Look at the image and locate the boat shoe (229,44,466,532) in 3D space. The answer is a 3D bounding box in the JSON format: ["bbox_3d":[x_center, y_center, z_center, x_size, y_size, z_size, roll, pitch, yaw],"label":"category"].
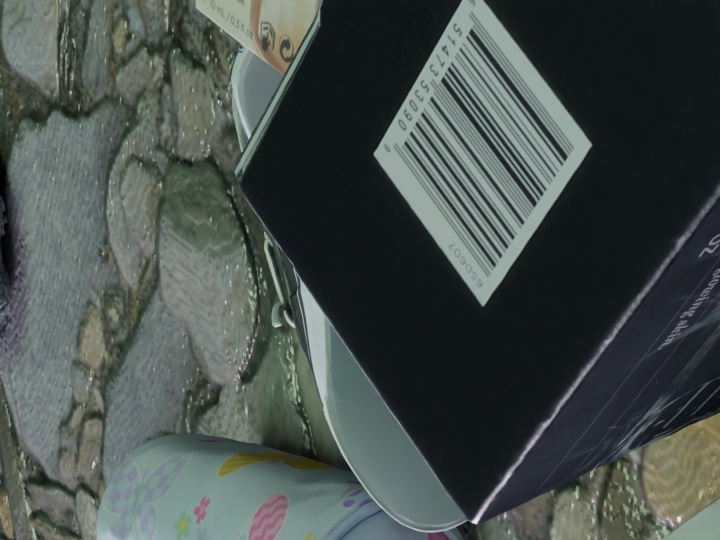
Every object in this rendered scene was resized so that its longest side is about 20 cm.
[{"bbox_3d":[-0.003,0.001,1.056,0.200,0.073,0.068,65,171,-6],"label":"boat shoe"}]

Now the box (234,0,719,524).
[{"bbox_3d":[0.103,-0.062,0.704,0.124,0.196,0.200,54,144,18],"label":"box"}]

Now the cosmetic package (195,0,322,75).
[{"bbox_3d":[0.011,-0.173,0.957,0.087,0.103,0.201,39,133,49],"label":"cosmetic package"}]

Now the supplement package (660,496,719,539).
[{"bbox_3d":[0.168,0.144,0.747,0.117,0.117,0.201,-47,58,57],"label":"supplement package"}]

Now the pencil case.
[{"bbox_3d":[-0.035,0.121,1.144,0.200,0.083,0.091,7,91,60],"label":"pencil case"}]

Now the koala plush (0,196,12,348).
[{"bbox_3d":[-0.301,-0.012,1.470,0.184,0.199,0.178,56,143,37],"label":"koala plush"}]
